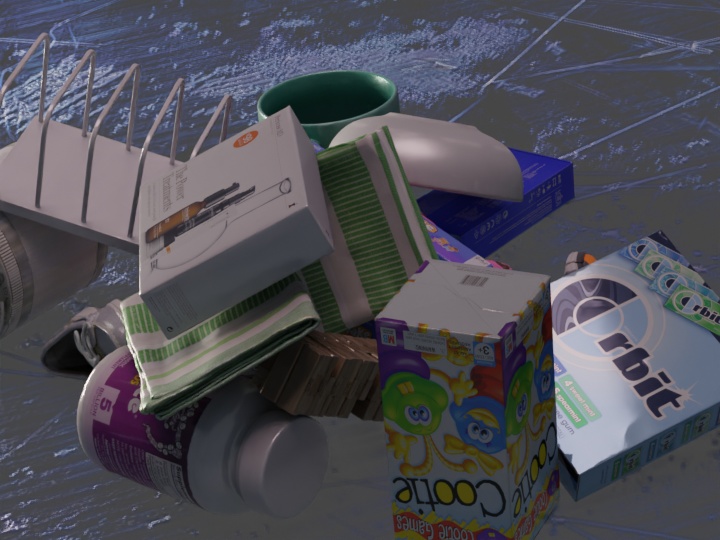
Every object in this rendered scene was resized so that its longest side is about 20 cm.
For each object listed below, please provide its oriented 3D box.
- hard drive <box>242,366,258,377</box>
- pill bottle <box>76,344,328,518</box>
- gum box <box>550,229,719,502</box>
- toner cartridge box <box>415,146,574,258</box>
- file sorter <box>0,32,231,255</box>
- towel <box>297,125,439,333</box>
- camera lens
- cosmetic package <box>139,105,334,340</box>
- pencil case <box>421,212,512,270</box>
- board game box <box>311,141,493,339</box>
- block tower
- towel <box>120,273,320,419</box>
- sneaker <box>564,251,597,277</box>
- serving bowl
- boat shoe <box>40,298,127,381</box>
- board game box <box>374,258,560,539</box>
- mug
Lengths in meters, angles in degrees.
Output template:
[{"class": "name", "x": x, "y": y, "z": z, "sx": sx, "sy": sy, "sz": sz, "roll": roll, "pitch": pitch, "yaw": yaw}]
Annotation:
[{"class": "hard drive", "x": -0.118, "y": 0.073, "z": 1.767, "sx": 0.138, "sy": 0.033, "sz": 0.200, "roll": -5, "pitch": 27, "yaw": 3}, {"class": "pill bottle", "x": -0.126, "y": 0.133, "z": 1.561, "sx": 0.199, "sy": 0.113, "sz": 0.112, "roll": 14, "pitch": 33, "yaw": 36}, {"class": "gum box", "x": 0.212, "y": 0.074, "z": 1.578, "sx": 0.199, "sy": 0.045, "sz": 0.170, "roll": -25, "pitch": 56, "yaw": -18}, {"class": "toner cartridge box", "x": 0.126, "y": -0.064, "z": 1.970, "sx": 0.094, "sy": 0.044, "sz": 0.199, "roll": 15, "pitch": 33, "yaw": 38}, {"class": "file sorter", "x": -0.231, "y": -0.117, "z": 1.797, "sx": 0.198, "sy": 0.125, "sz": 0.139, "roll": 18, "pitch": 40, "yaw": 4}, {"class": "towel", "x": -0.035, "y": -0.021, "z": 1.651, "sx": 0.199, "sy": 0.154, "sz": 0.023, "roll": -22, "pitch": 1, "yaw": 27}, {"class": "camera lens", "x": -0.356, "y": -0.023, "z": 1.872, "sx": 0.159, "sy": 0.161, "sz": 0.200, "roll": 14, "pitch": 33, "yaw": 35}, {"class": "cosmetic package", "x": -0.104, "y": -0.043, "z": 1.554, "sx": 0.150, "sy": 0.052, "sz": 0.200, "roll": -26, "pitch": 27, "yaw": 7}, {"class": "pencil case", "x": 0.049, "y": -0.022, "z": 1.749, "sx": 0.199, "sy": 0.094, "sz": 0.091, "roll": 36, "pitch": 39, "yaw": 3}, {"class": "board game box", "x": 0.000, "y": 0.000, "z": 1.681, "sx": 0.199, "sy": 0.135, "sz": 0.045, "roll": 35, "pitch": 27, "yaw": 16}, {"class": "block tower", "x": -0.012, "y": 0.086, "z": 1.572, "sx": 0.054, "sy": 0.058, "sz": 0.200, "roll": 31, "pitch": 7, "yaw": 28}, {"class": "towel", "x": -0.118, "y": 0.035, "z": 1.532, "sx": 0.152, "sy": 0.023, "sz": 0.200, "roll": -30, "pitch": 25, "yaw": 0}, {"class": "sneaker", "x": 0.235, "y": 0.055, "z": 1.689, "sx": 0.111, "sy": 0.078, "sz": 0.201, "roll": -2, "pitch": 38, "yaw": 1}, {"class": "serving bowl", "x": 0.065, "y": -0.114, "z": 1.869, "sx": 0.198, "sy": 0.066, "sz": 0.200, "roll": 9, "pitch": 5, "yaw": -1}, {"class": "boat shoe", "x": -0.233, "y": 0.071, "z": 1.722, "sx": 0.065, "sy": 0.075, "sz": 0.202, "roll": -34, "pitch": 15, "yaw": -20}, {"class": "board game box", "x": 0.083, "y": 0.109, "z": 1.459, "sx": 0.104, "sy": 0.202, "sz": 0.103, "roll": 8, "pitch": 30, "yaw": 25}, {"class": "mug", "x": -0.041, "y": -0.128, "z": 2.056, "sx": 0.184, "sy": 0.115, "sz": 0.152, "roll": -26, "pitch": 33, "yaw": -32}]
